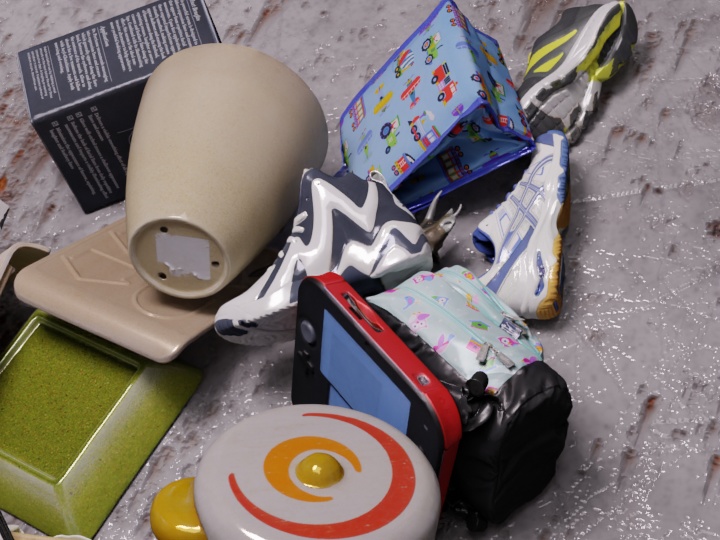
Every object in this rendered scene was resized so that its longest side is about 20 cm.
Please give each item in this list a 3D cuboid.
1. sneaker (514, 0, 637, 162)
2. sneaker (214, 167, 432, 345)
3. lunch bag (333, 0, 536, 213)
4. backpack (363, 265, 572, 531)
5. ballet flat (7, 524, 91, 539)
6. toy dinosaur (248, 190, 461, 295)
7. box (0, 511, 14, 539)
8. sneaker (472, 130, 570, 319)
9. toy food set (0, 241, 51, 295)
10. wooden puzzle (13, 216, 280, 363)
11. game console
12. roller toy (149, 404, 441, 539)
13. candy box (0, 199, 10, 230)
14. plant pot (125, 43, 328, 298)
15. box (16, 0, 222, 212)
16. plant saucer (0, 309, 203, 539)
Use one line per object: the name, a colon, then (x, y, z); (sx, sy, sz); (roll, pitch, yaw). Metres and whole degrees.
sneaker: (0.195, -0.187, 1.339); (0.200, 0.075, 0.085); (-48, 33, -15)
sneaker: (-0.048, -0.023, 1.185); (0.198, 0.079, 0.130); (-26, 64, 8)
lunch bag: (0.049, -0.136, 1.296); (0.200, 0.094, 0.151); (-34, 45, 24)
backpack: (0.082, 0.091, 1.117); (0.126, 0.167, 0.200); (-21, 47, -29)
ballet flat: (-0.285, 0.250, 1.149); (0.199, 0.069, 0.063); (7, 29, 16)
toy dinosaur: (0.000, 0.000, 1.253); (0.199, 0.077, 0.103); (-8, 42, 14)
box: (-0.322, 0.263, 1.086); (0.110, 0.035, 0.201); (-26, 88, -4)
sneaker: (0.147, -0.049, 1.238); (0.088, 0.075, 0.201); (2, 55, 16)
toy food set: (-0.364, 0.077, 1.247); (0.143, 0.060, 0.201); (-28, 36, 39)
wooden puzzle: (-0.193, 0.014, 1.264); (0.185, 0.046, 0.200); (21, 34, 22)
game console: (0.005, 0.114, 1.096); (0.031, 0.177, 0.200); (-19, 48, -31)
roller toy: (-0.036, 0.192, 0.997); (0.199, 0.140, 0.182); (24, 36, 26)
candy box: (-0.426, 0.026, 1.259); (0.168, 0.071, 0.201); (-34, 33, 32)
plant pot: (-0.139, -0.075, 1.226); (0.186, 0.188, 0.200); (-1, 40, 13)
box: (-0.225, -0.173, 1.371); (0.199, 0.149, 0.107); (-20, 53, -2)
plant saucer: (-0.280, 0.125, 1.234); (0.199, 0.048, 0.200); (21, 62, 26)
